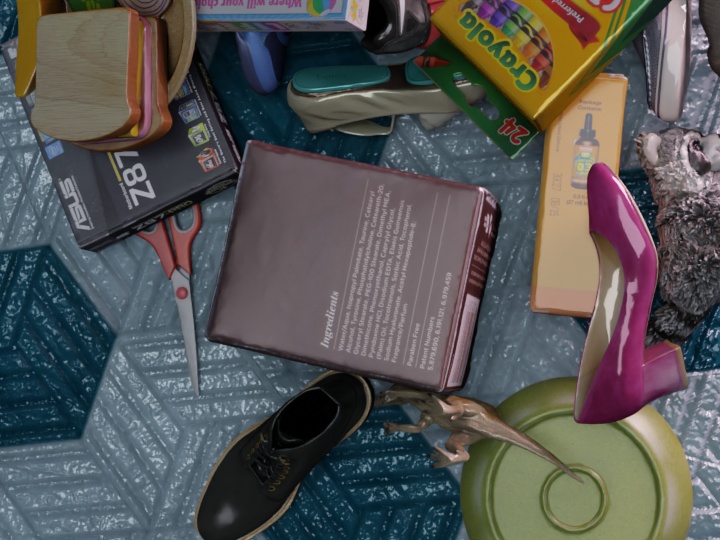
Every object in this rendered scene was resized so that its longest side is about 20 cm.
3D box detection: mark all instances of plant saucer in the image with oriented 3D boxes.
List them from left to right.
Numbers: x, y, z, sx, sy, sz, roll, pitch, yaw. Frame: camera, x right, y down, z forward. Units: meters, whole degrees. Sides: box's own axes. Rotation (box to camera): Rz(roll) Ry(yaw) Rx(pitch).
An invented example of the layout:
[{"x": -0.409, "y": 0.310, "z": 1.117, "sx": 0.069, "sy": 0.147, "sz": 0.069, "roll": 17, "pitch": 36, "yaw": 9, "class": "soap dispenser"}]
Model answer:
[{"x": 0.181, "y": 0.191, "z": 1.410, "sx": 0.198, "sy": 0.031, "sz": 0.202, "roll": 0, "pitch": 89, "yaw": 10, "class": "plant saucer"}]

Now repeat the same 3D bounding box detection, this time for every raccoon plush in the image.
[{"x": 0.246, "y": -0.024, "z": 1.374, "sx": 0.134, "sy": 0.097, "sz": 0.200, "roll": 43, "pitch": 97, "yaw": 15, "class": "raccoon plush"}]

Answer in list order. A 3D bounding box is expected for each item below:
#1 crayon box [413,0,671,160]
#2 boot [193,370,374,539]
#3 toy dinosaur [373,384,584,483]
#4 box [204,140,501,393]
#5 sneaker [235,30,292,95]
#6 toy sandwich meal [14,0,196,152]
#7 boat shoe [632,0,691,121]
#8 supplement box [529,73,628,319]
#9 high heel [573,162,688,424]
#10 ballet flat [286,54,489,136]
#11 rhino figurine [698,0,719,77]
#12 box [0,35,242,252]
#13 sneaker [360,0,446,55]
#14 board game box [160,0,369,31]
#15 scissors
[{"x": 0.148, "y": -0.204, "z": 1.341, "sx": 0.200, "sy": 0.051, "sz": 0.127, "roll": -46, "pitch": 74, "yaw": 4, "class": "crayon box"}, {"x": -0.080, "y": 0.159, "z": 1.399, "sx": 0.077, "sy": 0.138, "sz": 0.200, "roll": 41, "pitch": 97, "yaw": 8, "class": "boot"}, {"x": 0.086, "y": 0.123, "z": 1.375, "sx": 0.199, "sy": 0.101, "sz": 0.059, "roll": 21, "pitch": 108, "yaw": 30, "class": "toy dinosaur"}, {"x": 0.000, "y": 0.000, "z": 1.371, "sx": 0.198, "sy": 0.166, "sz": 0.166, "roll": 12, "pitch": 89, "yaw": 9, "class": "box"}, {"x": -0.062, "y": -0.250, "z": 1.433, "sx": 0.081, "sy": 0.074, "sz": 0.202, "roll": 7, "pitch": 92, "yaw": 7, "class": "sneaker"}, {"x": -0.223, "y": -0.199, "z": 1.386, "sx": 0.203, "sy": 0.070, "sz": 0.208, "roll": 4, "pitch": 99, "yaw": 29, "class": "toy sandwich meal"}, {"x": 0.228, "y": -0.223, "z": 1.390, "sx": 0.092, "sy": 0.075, "sz": 0.202, "roll": 1, "pitch": 82, "yaw": 16, "class": "boat shoe"}, {"x": 0.182, "y": -0.063, "z": 1.394, "sx": 0.066, "sy": 0.069, "sz": 0.202, "roll": 6, "pitch": 92, "yaw": 8, "class": "supplement box"}, {"x": 0.190, "y": 0.020, "z": 1.329, "sx": 0.095, "sy": 0.067, "sz": 0.202, "roll": -19, "pitch": 103, "yaw": -7, "class": "high heel"}, {"x": 0.037, "y": -0.149, "z": 1.425, "sx": 0.198, "sy": 0.069, "sz": 0.070, "roll": -4, "pitch": 89, "yaw": 11, "class": "ballet flat"}, {"x": 0.311, "y": -0.183, "z": 1.361, "sx": 0.059, "sy": 0.087, "sz": 0.202, "roll": -10, "pitch": 88, "yaw": 10, "class": "rhino figurine"}, {"x": -0.206, "y": -0.140, "z": 1.463, "sx": 0.160, "sy": 0.049, "sz": 0.202, "roll": -24, "pitch": 81, "yaw": 11, "class": "box"}, {"x": 0.005, "y": -0.270, "z": 1.393, "sx": 0.097, "sy": 0.071, "sz": 0.202, "roll": -27, "pitch": 100, "yaw": -28, "class": "sneaker"}, {"x": -0.081, "y": -0.267, "z": 1.375, "sx": 0.198, "sy": 0.034, "sz": 0.136, "roll": 5, "pitch": 84, "yaw": 29, "class": "board game box"}, {"x": -0.154, "y": 0.006, "z": 1.475, "sx": 0.073, "sy": 0.014, "sz": 0.202, "roll": -23, "pitch": 84, "yaw": 7, "class": "scissors"}]
